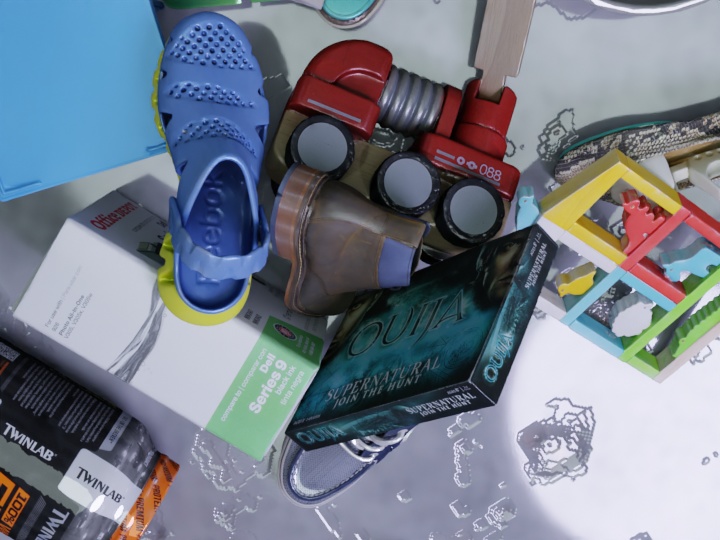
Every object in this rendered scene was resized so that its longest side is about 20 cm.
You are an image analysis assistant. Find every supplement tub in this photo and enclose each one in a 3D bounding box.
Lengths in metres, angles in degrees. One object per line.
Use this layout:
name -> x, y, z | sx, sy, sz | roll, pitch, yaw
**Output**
supplement tub -> -0.245, 0.138, 0.891 | 0.199, 0.123, 0.123 | 31, 99, -5

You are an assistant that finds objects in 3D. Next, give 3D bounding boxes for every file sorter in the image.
file sorter -> -0.204, -0.170, 0.834 | 0.138, 0.123, 0.201 | -16, 100, 3

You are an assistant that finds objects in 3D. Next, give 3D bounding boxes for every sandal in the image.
sandal -> -0.089, -0.067, 0.750 | 0.079, 0.087, 0.202 | -4, 88, -18

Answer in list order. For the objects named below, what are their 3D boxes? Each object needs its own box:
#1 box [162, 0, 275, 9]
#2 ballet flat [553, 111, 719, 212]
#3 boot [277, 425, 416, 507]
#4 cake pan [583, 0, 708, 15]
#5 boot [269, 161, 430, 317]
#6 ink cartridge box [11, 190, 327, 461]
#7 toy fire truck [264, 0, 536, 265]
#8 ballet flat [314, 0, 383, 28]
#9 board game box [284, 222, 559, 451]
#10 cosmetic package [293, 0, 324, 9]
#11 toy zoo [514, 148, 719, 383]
box -> -0.097, -0.291, 0.845 | 0.116, 0.048, 0.201 | -5, 98, -5
ballet flat -> 0.246, -0.079, 0.867 | 0.199, 0.076, 0.068 | -15, 145, 2
boot -> 0.005, 0.111, 0.899 | 0.073, 0.090, 0.200 | 38, 98, -6
cake pan -> 0.200, -0.276, 0.802 | 0.199, 0.037, 0.201 | -1, 116, -1
boot -> 0.000, 0.000, 0.825 | 0.096, 0.200, 0.075 | 19, 73, 13
ink cartridge box -> -0.130, 0.034, 0.858 | 0.199, 0.146, 0.084 | 31, 100, -5
toy fire truck -> 0.044, -0.128, 0.854 | 0.175, 0.129, 0.201 | 21, 76, -8
ballet flat -> 0.003, -0.269, 0.840 | 0.069, 0.069, 0.201 | 10, 94, -1
board game box -> 0.038, 0.050, 0.817 | 0.028, 0.136, 0.200 | 42, 143, -21
cosmetic package -> -0.050, -0.285, 0.766 | 0.087, 0.103, 0.201 | 20, 96, 20
toy zoo -> 0.192, -0.005, 0.863 | 0.199, 0.021, 0.131 | 31, 121, -21
